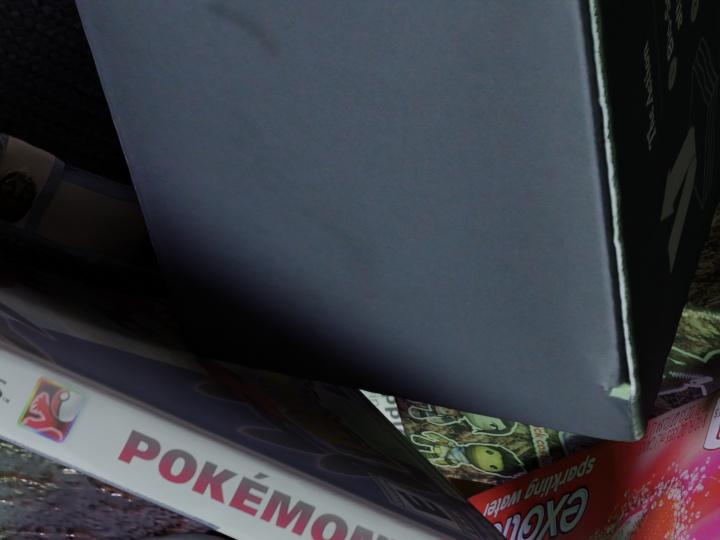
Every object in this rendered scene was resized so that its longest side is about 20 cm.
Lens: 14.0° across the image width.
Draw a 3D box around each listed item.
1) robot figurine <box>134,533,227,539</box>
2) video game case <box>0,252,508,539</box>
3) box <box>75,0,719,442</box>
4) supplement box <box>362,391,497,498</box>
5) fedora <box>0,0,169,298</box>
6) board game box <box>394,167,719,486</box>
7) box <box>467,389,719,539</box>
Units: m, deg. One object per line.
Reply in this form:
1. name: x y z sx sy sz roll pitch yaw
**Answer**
1. robot figurine: -0.099 0.170 1.223 0.200 0.113 0.169 -13 164 42
2. video game case: -0.065 0.015 0.708 0.182 0.023 0.200 25 -173 -23
3. box: 0.028 -0.103 0.643 0.117 0.200 0.197 11 147 16
4. supplement box: 0.000 0.000 0.855 0.069 0.067 0.200 -3 108 31
5. fedora: -0.105 -0.072 0.709 0.200 0.092 0.201 27 -175 -2
6. board game box: 0.121 -0.023 0.752 0.200 0.160 0.097 9 147 18
7. box: 0.072 0.109 0.734 0.095 0.100 0.200 26 155 -18
